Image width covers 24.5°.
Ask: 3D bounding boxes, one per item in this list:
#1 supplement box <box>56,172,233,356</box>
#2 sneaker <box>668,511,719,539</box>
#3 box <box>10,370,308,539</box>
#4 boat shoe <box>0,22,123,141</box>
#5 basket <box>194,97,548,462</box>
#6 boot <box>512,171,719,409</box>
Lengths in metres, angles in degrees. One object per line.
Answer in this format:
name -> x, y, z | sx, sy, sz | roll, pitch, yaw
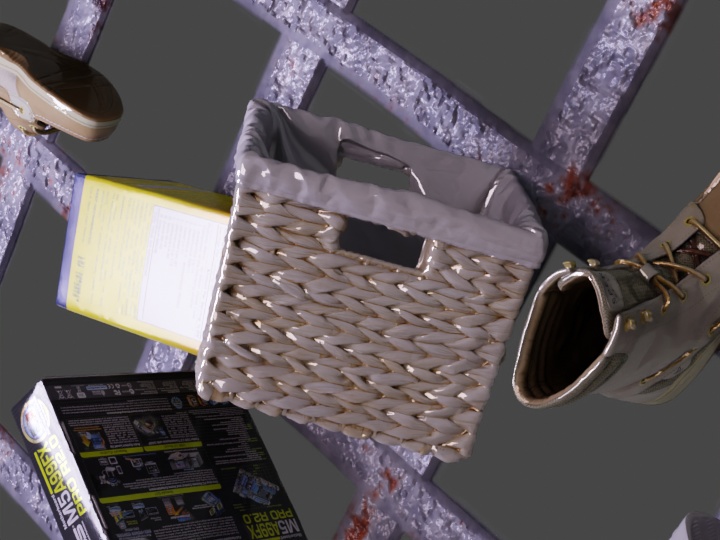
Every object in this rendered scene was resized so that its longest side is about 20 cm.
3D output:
supplement box -> -0.126, -0.003, 1.283 | 0.199, 0.109, 0.110 | 16, 99, 39
sneaker -> 0.193, 0.251, 0.995 | 0.073, 0.200, 0.116 | 29, 120, -11
box -> -0.146, 0.155, 1.237 | 0.044, 0.199, 0.161 | -40, 66, 31
boat shoe -> -0.278, -0.153, 1.443 | 0.200, 0.074, 0.067 | 35, 123, 36
basket -> 0.000, 0.000, 1.086 | 0.197, 0.200, 0.162 | 15, 106, -5
boot -> 0.183, 0.002, 1.000 | 0.072, 0.154, 0.201 | 45, 116, 30
